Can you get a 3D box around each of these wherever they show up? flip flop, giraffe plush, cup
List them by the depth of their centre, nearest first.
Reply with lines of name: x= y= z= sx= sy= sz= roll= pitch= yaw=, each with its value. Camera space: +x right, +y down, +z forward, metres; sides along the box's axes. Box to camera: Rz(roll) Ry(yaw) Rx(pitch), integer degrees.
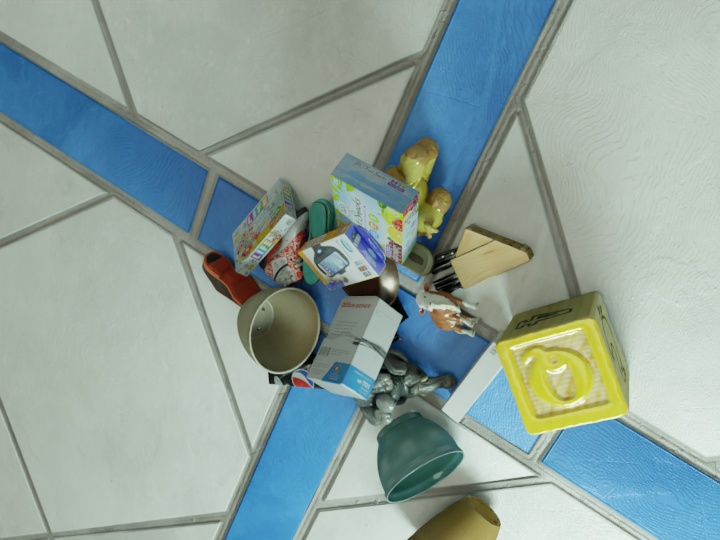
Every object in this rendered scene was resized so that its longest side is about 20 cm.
giraffe plush: x=0.118 y=-0.151 z=1.320 sx=0.163 sy=0.173 sz=0.200 roll=48 pitch=124 yaw=-2
flip flop: x=0.075 y=-0.042 z=1.386 sx=0.199 sy=0.057 sz=0.082 roll=31 pitch=118 yaw=42
cup: x=-0.215 y=0.126 z=1.520 sx=0.142 sy=0.198 sz=0.204 roll=15 pitch=110 yaw=47

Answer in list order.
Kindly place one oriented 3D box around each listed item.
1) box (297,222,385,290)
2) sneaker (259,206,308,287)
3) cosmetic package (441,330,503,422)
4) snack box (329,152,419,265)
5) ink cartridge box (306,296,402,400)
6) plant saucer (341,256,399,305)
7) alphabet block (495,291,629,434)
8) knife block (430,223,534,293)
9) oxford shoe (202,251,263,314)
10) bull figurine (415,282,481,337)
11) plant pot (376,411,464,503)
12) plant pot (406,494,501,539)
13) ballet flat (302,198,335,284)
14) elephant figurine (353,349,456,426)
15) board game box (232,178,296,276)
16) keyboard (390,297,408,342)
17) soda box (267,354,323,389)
box: x=-0.036 y=-0.028 z=1.358 sx=0.119 sy=0.042 sz=0.199 roll=50 pitch=145 yaw=-18
sneaker: x=-0.150 y=-0.046 z=1.505 sx=0.108 sy=0.067 sz=0.202 roll=43 pitch=118 yaw=8
cosmetic package: x=0.257 y=0.230 z=1.379 sx=0.050 sy=0.082 sz=0.201 roll=36 pitch=114 yaw=9
snack box: x=0.030 y=-0.118 z=1.271 sx=0.167 sy=0.201 sz=0.068 roll=31 pitch=67 yaw=16
ink cartridge box: x=-0.014 y=0.165 z=1.385 sx=0.086 sy=0.202 sz=0.146 roll=37 pitch=158 yaw=-28
plant saucer: x=0.000 y=0.000 z=1.422 sx=0.199 sy=0.036 sz=0.203 roll=25 pitch=129 yaw=34
alphabet block: x=0.396 y=0.174 z=1.238 sx=0.194 sy=0.200 sz=0.198 roll=-22 pitch=93 yaw=26
knife block: x=0.242 y=0.003 z=1.343 sx=0.198 sy=0.064 sz=0.178 roll=23 pitch=111 yaw=17
oxford shoe: x=-0.320 y=0.041 z=1.611 sx=0.200 sy=0.071 sz=0.073 roll=47 pitch=144 yaw=4
bull figurine: x=0.184 y=0.086 z=1.327 sx=0.120 sy=0.200 sz=0.066 roll=18 pitch=80 yaw=19
plant pot: x=0.116 y=0.406 z=1.436 sx=0.201 sy=0.199 sz=0.135 roll=-48 pitch=54 yaw=25
plant pot: x=0.221 y=0.617 z=1.443 sx=0.186 sy=0.186 sz=0.201 roll=39 pitch=101 yaw=11
ballet flat: x=-0.088 y=-0.067 z=1.469 sx=0.066 sy=0.070 sz=0.203 roll=15 pitch=110 yaw=21
elephant figurine: x=0.084 y=0.252 z=1.436 sx=0.156 sy=0.199 sz=0.141 roll=57 pitch=141 yaw=8
board game box: x=-0.229 y=-0.101 z=1.499 sx=0.200 sy=0.034 sz=0.135 roll=-45 pitch=39 yaw=26
keyboard: x=0.035 y=0.147 z=1.492 sx=0.199 sy=0.039 sz=0.105 roll=-39 pitch=62 yaw=27
soda box: x=-0.128 y=0.244 z=1.557 sx=0.197 sy=0.071 sz=0.064 roll=1 pitch=103 yaw=24
